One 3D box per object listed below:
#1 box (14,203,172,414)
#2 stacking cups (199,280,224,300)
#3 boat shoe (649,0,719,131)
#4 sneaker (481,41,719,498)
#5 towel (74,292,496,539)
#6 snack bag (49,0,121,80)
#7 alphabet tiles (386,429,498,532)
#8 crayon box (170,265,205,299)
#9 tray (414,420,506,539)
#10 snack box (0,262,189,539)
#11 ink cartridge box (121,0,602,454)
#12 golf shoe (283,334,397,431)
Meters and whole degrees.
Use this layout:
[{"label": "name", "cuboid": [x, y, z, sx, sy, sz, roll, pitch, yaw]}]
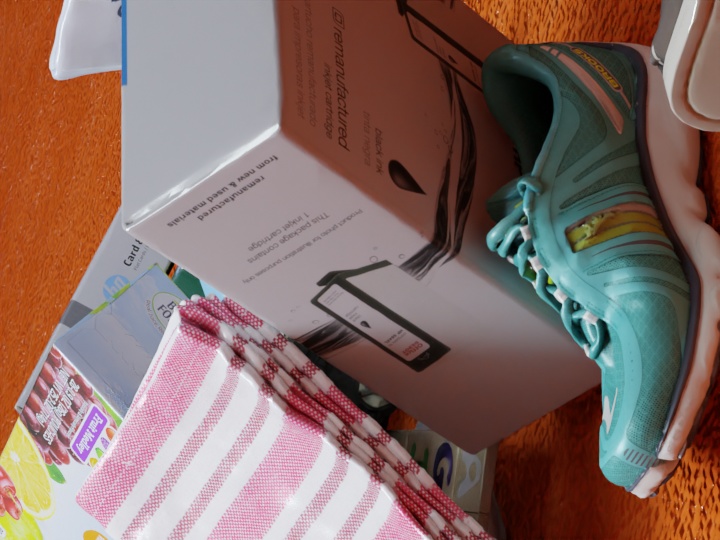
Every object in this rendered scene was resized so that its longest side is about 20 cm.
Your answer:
[{"label": "box", "cuboid": [-0.116, -0.006, 1.572, 0.201, 0.041, 0.156, -62, 3, -5]}, {"label": "stacking cups", "cuboid": [-0.046, 0.004, 1.413, 0.060, 0.060, 0.201, -36, 70, 66]}, {"label": "boat shoe", "cuboid": [0.144, -0.134, 0.986, 0.201, 0.071, 0.060, 109, 158, -46]}, {"label": "sneaker", "cuboid": [0.083, -0.003, 1.094, 0.078, 0.079, 0.201, 118, 154, -44]}, {"label": "towel", "cuboid": [-0.017, 0.115, 1.152, 0.030, 0.200, 0.147, -37, -15, -42]}, {"label": "snack bag", "cuboid": [-0.065, -0.184, 1.515, 0.021, 0.188, 0.201, 40, 124, 35]}, {"label": "alphabet tiles", "cuboid": [0.015, 0.167, 1.272, 0.167, 0.008, 0.201, 170, 109, -72]}, {"label": "crayon box", "cuboid": [-0.079, 0.019, 1.574, 0.126, 0.051, 0.200, -65, 3, -40]}, {"label": "tray", "cuboid": [0.022, 0.154, 1.303, 0.108, 0.022, 0.201, -105, 29, -54]}, {"label": "snack box", "cuboid": [-0.075, 0.113, 1.300, 0.068, 0.169, 0.200, -39, -8, -27]}, {"label": "ink cartridge box", "cuboid": [0.005, -0.043, 1.150, 0.084, 0.200, 0.147, -31, 45, 29]}, {"label": "golf shoe", "cuboid": [0.000, 0.000, 1.329, 0.088, 0.077, 0.201, -169, 102, -80]}]
